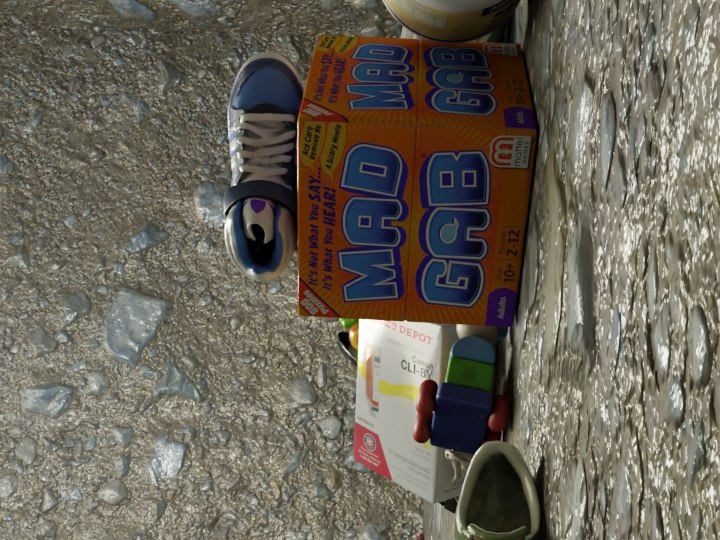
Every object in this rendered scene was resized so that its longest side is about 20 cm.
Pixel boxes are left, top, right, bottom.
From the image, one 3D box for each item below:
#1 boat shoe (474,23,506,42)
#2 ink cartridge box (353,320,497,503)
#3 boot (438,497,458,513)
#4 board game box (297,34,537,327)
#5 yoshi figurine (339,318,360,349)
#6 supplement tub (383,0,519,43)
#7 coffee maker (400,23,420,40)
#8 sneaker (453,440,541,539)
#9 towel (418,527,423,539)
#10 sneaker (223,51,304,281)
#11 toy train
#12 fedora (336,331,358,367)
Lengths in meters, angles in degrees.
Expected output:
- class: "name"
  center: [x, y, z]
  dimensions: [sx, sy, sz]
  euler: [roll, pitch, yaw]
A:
- class: "boat shoe"
  center: [0.112, -0.242, 1.166]
  dimensions: [0.200, 0.062, 0.075]
  euler: [-57, -24, -45]
- class: "ink cartridge box"
  center: [0.068, 0.130, 1.201]
  dimensions: [0.145, 0.083, 0.200]
  euler: [19, 112, 50]
- class: "boot"
  center: [0.110, 0.241, 1.342]
  dimensions: [0.131, 0.068, 0.200]
  euler: [51, 180, -40]
- class: "board game box"
  center: [0.049, -0.089, 1.029]
  dimensions: [0.200, 0.200, 0.200]
  euler: [-84, -3, -58]
- class: "yoshi figurine"
  center: [-0.014, 0.006, 1.337]
  dimensions: [0.112, 0.112, 0.200]
  euler: [-46, 26, 23]
- class: "supplement tub"
  center: [0.083, -0.285, 0.948]
  dimensions: [0.200, 0.145, 0.146]
  euler: [-17, -70, -88]
- class: "coffee maker"
  center: [0.114, -0.359, 1.635]
  dimensions: [0.192, 0.134, 0.200]
  euler: [80, -167, -78]
- class: "sneaker"
  center: [0.090, 0.210, 0.758]
  dimensions: [0.090, 0.067, 0.200]
  euler: [82, -167, -52]
- class: "towel"
  center: [0.155, 0.812, 2.938]
  dimensions: [0.200, 0.023, 0.144]
  euler: [-84, -3, -57]
- class: "sneaker"
  center: [-0.085, -0.090, 1.010]
  dimensions: [0.146, 0.080, 0.200]
  euler: [-105, 20, -68]
- class: "toy train"
  center: [0.104, 0.125, 1.086]
  dimensions: [0.200, 0.085, 0.116]
  euler: [89, -166, -60]
- class: "fedora"
  center: [0.072, 0.102, 1.373]
  dimensions: [0.092, 0.200, 0.201]
  euler: [-62, 1, 6]
